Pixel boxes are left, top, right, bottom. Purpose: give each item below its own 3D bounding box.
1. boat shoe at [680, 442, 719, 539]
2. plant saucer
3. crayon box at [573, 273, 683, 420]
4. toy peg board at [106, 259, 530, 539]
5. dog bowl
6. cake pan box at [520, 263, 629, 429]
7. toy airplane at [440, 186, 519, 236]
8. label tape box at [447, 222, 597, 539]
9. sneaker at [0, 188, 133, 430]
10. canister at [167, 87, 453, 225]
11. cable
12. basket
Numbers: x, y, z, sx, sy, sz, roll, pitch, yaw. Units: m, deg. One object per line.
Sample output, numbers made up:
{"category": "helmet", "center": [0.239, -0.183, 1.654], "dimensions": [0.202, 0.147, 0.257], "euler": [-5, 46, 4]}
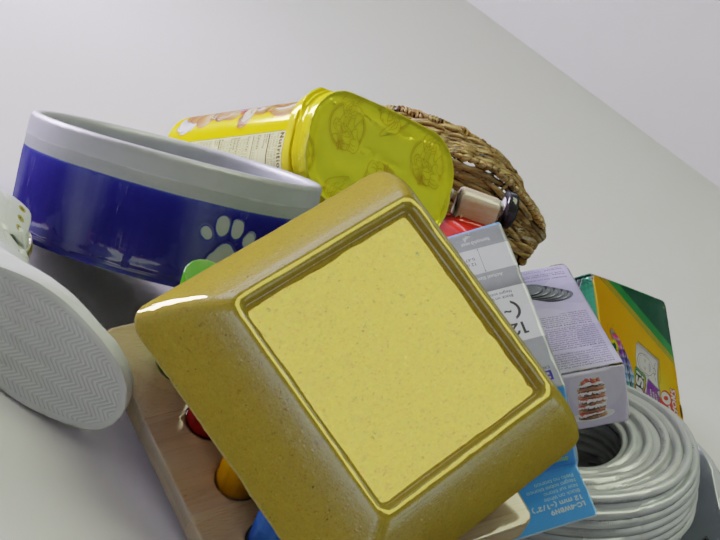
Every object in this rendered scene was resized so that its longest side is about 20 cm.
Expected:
{"category": "boat shoe", "center": [0.278, 0.209, 1.222], "dimensions": [0.066, 0.070, 0.201], "euler": [31, 22, -42]}
{"category": "plant saucer", "center": [0.011, 0.051, 0.874], "dimensions": [0.199, 0.048, 0.201], "euler": [-31, 80, -34]}
{"category": "crayon box", "center": [0.214, 0.115, 1.332], "dimensions": [0.118, 0.058, 0.202], "euler": [18, 60, -47]}
{"category": "toy peg board", "center": [-0.017, 0.071, 0.921], "dimensions": [0.198, 0.098, 0.200], "euler": [-13, 55, -29]}
{"category": "dog bowl", "center": [-0.130, -0.044, 1.065], "dimensions": [0.198, 0.080, 0.200], "euler": [15, 5, -1]}
{"category": "cake pan box", "center": [0.079, 0.065, 1.172], "dimensions": [0.197, 0.053, 0.184], "euler": [-11, 21, -4]}
{"category": "toy airplane", "center": [0.064, 0.006, 1.388], "dimensions": [0.198, 0.143, 0.199], "euler": [6, -13, 32]}
{"category": "label tape box", "center": [0.056, 0.079, 1.043], "dimensions": [0.066, 0.142, 0.201], "euler": [82, -8, -53]}
{"category": "sneaker", "center": [-0.201, 0.005, 0.942], "dimensions": [0.199, 0.074, 0.116], "euler": [37, 21, 1]}
{"category": "canister", "center": [-0.047, -0.077, 1.258], "dimensions": [0.148, 0.088, 0.199], "euler": [20, -13, -38]}
{"category": "cable", "center": [0.143, 0.140, 1.154], "dimensions": [0.198, 0.070, 0.200], "euler": [-7, 28, -20]}
{"category": "basket", "center": [0.067, -0.081, 1.548], "dimensions": [0.199, 0.143, 0.149], "euler": [28, 21, -28]}
